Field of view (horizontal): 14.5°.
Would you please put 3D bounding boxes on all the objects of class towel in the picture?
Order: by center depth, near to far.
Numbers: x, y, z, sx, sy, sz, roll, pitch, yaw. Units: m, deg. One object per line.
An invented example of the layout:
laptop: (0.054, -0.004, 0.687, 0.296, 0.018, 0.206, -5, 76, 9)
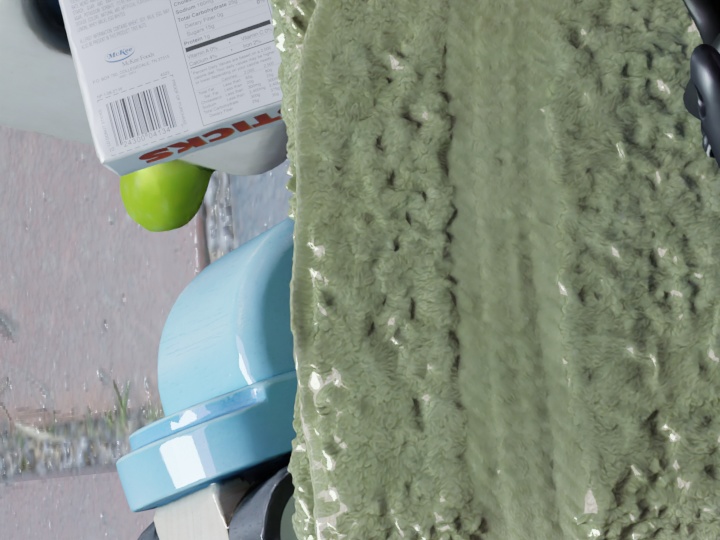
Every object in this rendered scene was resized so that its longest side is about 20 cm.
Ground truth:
towel: (0.049, -0.009, 0.818, 0.036, 0.148, 0.201, 54, -149, -69)

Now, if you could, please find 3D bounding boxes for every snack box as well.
snack box: (0.006, -0.094, 0.879, 0.024, 0.200, 0.072, 39, -145, -73)

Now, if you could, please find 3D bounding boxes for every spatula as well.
spatula: (0.117, 0.027, 0.739, 0.057, 0.021, 0.200, -110, 0, -63)

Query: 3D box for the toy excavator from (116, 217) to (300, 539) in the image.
toy excavator: (0.000, 0.000, 0.902, 0.100, 0.194, 0.200, -25, 83, 59)

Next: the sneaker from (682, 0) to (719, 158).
sneaker: (0.130, -0.034, 0.742, 0.200, 0.089, 0.079, 63, 142, 34)

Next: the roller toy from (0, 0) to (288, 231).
roller toy: (-0.075, -0.135, 1.000, 0.183, 0.139, 0.200, 114, 166, -61)
